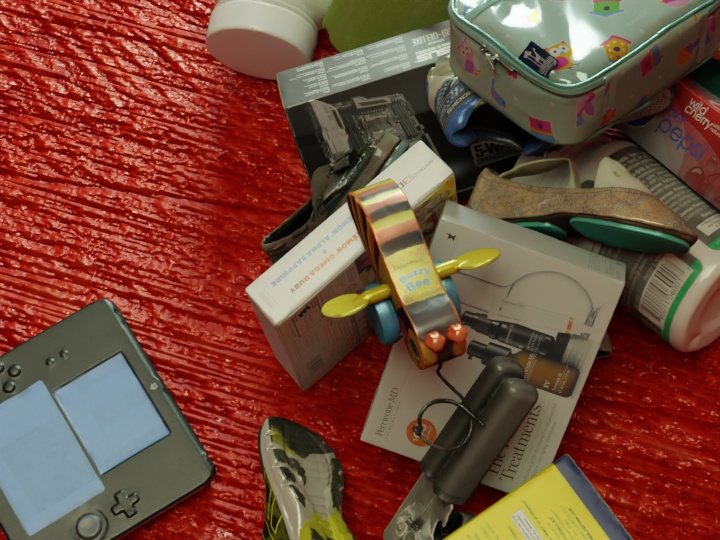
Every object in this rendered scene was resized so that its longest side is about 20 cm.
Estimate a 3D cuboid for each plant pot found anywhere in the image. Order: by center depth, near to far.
[{"bbox_3d":[0.068,-0.247,1.766,0.200,0.200,0.190,43,109,23],"label":"plant pot"}]

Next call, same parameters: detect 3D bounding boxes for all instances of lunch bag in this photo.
[{"bbox_3d":[0.169,-0.193,1.612,0.200,0.077,0.160,-33,57,-24],"label":"lunch bag"}]

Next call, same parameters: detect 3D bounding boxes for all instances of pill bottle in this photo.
[{"bbox_3d":[0.221,-0.034,1.691,0.113,0.113,0.200,-44,63,-10],"label":"pill bottle"},{"bbox_3d":[-0.069,-0.278,1.848,0.113,0.113,0.200,7,69,13],"label":"pill bottle"}]

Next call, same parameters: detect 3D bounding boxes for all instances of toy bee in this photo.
[{"bbox_3d":[0.052,0.025,1.521,0.131,0.109,0.200,-41,93,-10],"label":"toy bee"}]

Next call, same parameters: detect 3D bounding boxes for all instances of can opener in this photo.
[{"bbox_3d":[0.084,0.158,1.620,0.200,0.067,0.053,-57,37,23],"label":"can opener"}]

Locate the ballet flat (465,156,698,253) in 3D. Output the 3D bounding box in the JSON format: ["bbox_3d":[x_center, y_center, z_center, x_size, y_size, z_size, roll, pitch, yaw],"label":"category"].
[{"bbox_3d":[0.171,-0.055,1.621,0.200,0.068,0.067,5,75,30],"label":"ballet flat"}]

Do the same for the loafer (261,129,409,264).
[{"bbox_3d":[-0.027,-0.052,1.701,0.063,0.200,0.072,36,48,1],"label":"loafer"}]

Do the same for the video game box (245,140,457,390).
[{"bbox_3d":[0.000,0.000,1.669,0.182,0.200,0.047,-38,73,-8],"label":"video game box"}]

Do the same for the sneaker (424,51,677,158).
[{"bbox_3d":[0.153,-0.125,1.651,0.199,0.077,0.085,-4,43,-1],"label":"sneaker"}]

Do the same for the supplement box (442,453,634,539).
[{"bbox_3d":[0.112,0.252,1.594,0.200,0.109,0.110,-34,66,-5],"label":"supplement box"}]

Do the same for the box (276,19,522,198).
[{"bbox_3d":[0.046,-0.123,1.736,0.200,0.158,0.050,-16,46,2],"label":"box"}]

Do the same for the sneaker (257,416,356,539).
[{"bbox_3d":[-0.056,0.205,1.663,0.085,0.074,0.200,-47,42,29],"label":"sneaker"}]

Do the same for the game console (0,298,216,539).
[{"bbox_3d":[-0.240,0.141,1.747,0.177,0.031,0.200,-32,66,-4],"label":"game console"}]

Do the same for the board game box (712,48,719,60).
[{"bbox_3d":[0.288,-0.212,1.742,0.200,0.153,0.040,12,109,14],"label":"board game box"}]

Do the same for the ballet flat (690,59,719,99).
[{"bbox_3d":[0.333,-0.097,1.728,0.076,0.064,0.200,-32,60,37],"label":"ballet flat"}]

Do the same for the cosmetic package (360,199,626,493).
[{"bbox_3d":[0.102,0.064,1.628,0.150,0.052,0.200,20,110,2],"label":"cosmetic package"}]

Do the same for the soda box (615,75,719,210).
[{"bbox_3d":[0.268,-0.116,1.702,0.200,0.070,0.063,46,112,42],"label":"soda box"}]

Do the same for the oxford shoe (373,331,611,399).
[{"bbox_3d":[0.108,0.077,1.692,0.200,0.071,0.074,-26,69,-1],"label":"oxford shoe"}]
